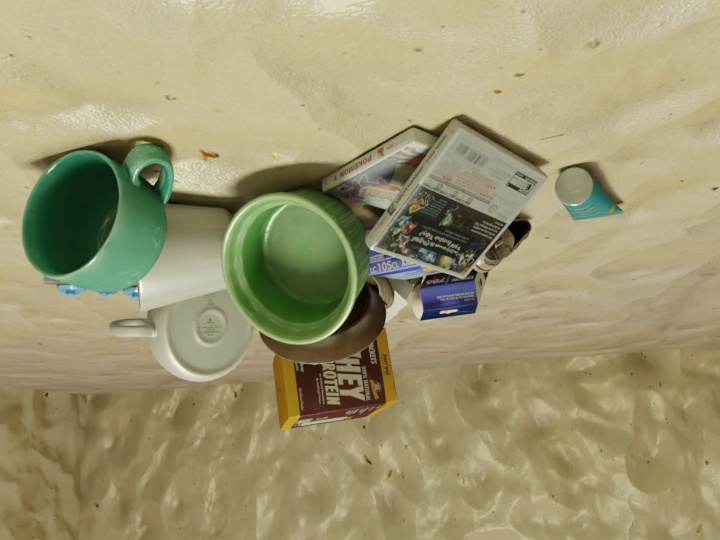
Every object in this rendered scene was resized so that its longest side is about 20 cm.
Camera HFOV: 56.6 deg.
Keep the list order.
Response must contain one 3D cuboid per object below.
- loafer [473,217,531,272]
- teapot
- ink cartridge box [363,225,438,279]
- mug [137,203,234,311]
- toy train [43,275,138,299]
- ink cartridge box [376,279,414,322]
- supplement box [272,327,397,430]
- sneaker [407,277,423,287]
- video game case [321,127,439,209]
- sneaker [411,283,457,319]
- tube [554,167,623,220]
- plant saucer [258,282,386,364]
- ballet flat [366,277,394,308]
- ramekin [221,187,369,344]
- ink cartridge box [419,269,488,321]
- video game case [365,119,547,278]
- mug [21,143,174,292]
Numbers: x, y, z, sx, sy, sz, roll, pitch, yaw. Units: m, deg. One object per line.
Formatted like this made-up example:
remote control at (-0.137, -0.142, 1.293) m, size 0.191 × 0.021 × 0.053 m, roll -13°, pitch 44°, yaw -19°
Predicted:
loafer at (0.211, -0.051, 1.021) m, size 0.062 × 0.073 × 0.199 m, roll -30°, pitch 177°, yaw 28°
teapot at (-0.290, 0.090, 1.145) m, size 0.144 × 0.199 × 0.201 m, roll 3°, pitch 140°, yaw 50°
ink cartridge box at (0.087, -0.036, 1.018) m, size 0.133 × 0.079 × 0.199 m, roll -12°, pitch 172°, yaw 22°
mug at (-0.252, -0.040, 0.971) m, size 0.149 × 0.189 × 0.152 m, roll -6°, pitch 135°, yaw -19°
toy train at (-0.418, -0.010, 1.096) m, size 0.194 × 0.089 × 0.115 m, roll 4°, pitch 155°, yaw -17°
ink cartridge box at (0.018, 0.037, 1.222) m, size 0.115 × 0.067 × 0.200 m, roll 42°, pitch 146°, yaw -3°
supplement box at (-0.055, 0.206, 1.253) m, size 0.194 × 0.136 × 0.198 m, roll -6°, pitch 163°, yaw -14°
sneaker at (0.076, 0.017, 1.317) m, size 0.104 × 0.077 × 0.198 m, roll -5°, pitch 171°, yaw -37°
video game case at (0.077, -0.119, 0.885) m, size 0.196 × 0.024 × 0.180 m, roll 10°, pitch 160°, yaw -39°
sneaker at (0.155, 0.034, 1.242) m, size 0.103 × 0.077 × 0.200 m, roll -21°, pitch -172°, yaw 32°
tube at (0.327, -0.099, 0.968) m, size 0.076 × 0.052 × 0.199 m, roll -2°, pitch 172°, yaw 29°
plant saucer at (-0.059, 0.058, 1.001) m, size 0.194 × 0.202 × 0.033 m, roll -4°, pitch 127°, yaw 4°
ballet flat at (0.000, 0.000, 1.086) m, size 0.066 × 0.047 × 0.202 m, roll 5°, pitch 140°, yaw 34°
ramekin at (-0.081, -0.014, 0.908) m, size 0.195 × 0.205 × 0.098 m, roll -9°, pitch -166°, yaw 23°
ink cartridge box at (0.160, 0.010, 1.115) m, size 0.097 × 0.040 × 0.201 m, roll -10°, pitch -154°, yaw 25°
video game case at (0.124, -0.080, 0.845) m, size 0.197 × 0.024 × 0.183 m, roll 14°, pitch 122°, yaw -44°
mug at (-0.297, -0.055, 0.807) m, size 0.180 × 0.157 × 0.114 m, roll -8°, pitch 163°, yaw 21°
